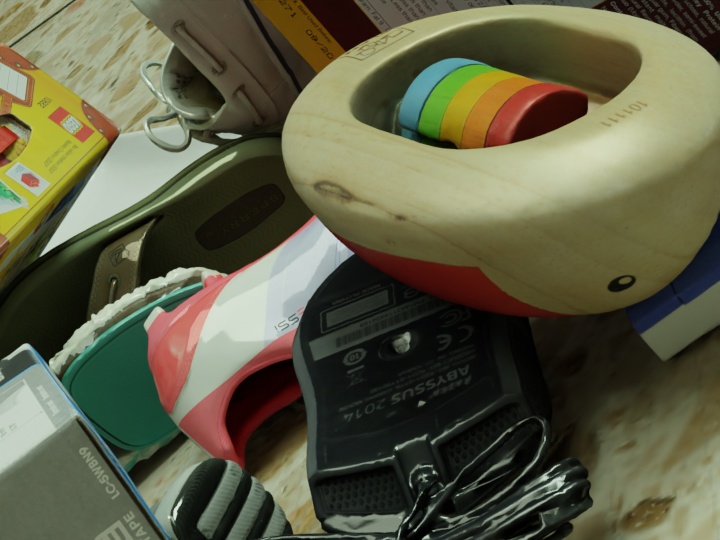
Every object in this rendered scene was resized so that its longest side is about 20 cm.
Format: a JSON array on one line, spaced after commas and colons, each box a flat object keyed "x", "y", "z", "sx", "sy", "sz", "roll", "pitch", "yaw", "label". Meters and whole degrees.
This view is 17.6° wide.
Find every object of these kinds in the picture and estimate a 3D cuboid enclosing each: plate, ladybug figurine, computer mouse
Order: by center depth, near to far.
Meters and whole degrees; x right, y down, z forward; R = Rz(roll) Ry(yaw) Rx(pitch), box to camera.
[{"x": 0.051, "y": -0.036, "z": 0.807, "sx": 0.135, "sy": 0.072, "sz": 0.200, "roll": -31, "pitch": 29, "yaw": -20, "label": "ladybug figurine"}, {"x": 0.019, "y": 0.058, "z": 0.813, "sx": 0.138, "sy": 0.053, "sz": 0.200, "roll": -21, "pitch": 30, "yaw": 15, "label": "computer mouse"}, {"x": -0.151, "y": 0.003, "z": 1.232, "sx": 0.200, "sy": 0.032, "sz": 0.200, "roll": -52, "pitch": 24, "yaw": -23, "label": "plate"}]

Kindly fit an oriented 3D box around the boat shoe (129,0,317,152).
[{"x": -0.067, "y": -0.091, "z": 1.080, "sx": 0.086, "sy": 0.075, "sz": 0.202, "roll": -37, "pitch": -22, "yaw": -3, "label": "boat shoe"}]

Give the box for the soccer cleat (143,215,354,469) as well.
[{"x": 0.000, "y": 0.000, "z": 0.956, "sx": 0.200, "sy": 0.067, "sz": 0.077, "roll": -38, "pitch": 60, "yaw": 5, "label": "soccer cleat"}]

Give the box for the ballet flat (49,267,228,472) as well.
[{"x": -0.130, "y": 0.065, "z": 1.026, "sx": 0.200, "sy": 0.072, "sz": 0.072, "roll": -44, "pitch": 22, "yaw": -5, "label": "ballet flat"}]

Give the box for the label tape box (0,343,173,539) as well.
[{"x": -0.173, "y": 0.118, "z": 0.822, "sx": 0.200, "sy": 0.063, "sz": 0.144, "roll": -36, "pitch": 15, "yaw": -8, "label": "label tape box"}]

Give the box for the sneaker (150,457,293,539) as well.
[{"x": -0.102, "y": 0.159, "z": 0.834, "sx": 0.115, "sy": 0.075, "sz": 0.200, "roll": -31, "pitch": 14, "yaw": 38, "label": "sneaker"}]

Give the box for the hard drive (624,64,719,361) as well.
[{"x": 0.171, "y": -0.063, "z": 0.813, "sx": 0.200, "sy": 0.025, "sz": 0.132, "roll": -37, "pitch": 23, "yaw": 16, "label": "hard drive"}]

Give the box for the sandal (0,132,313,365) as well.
[{"x": -0.098, "y": 0.012, "z": 1.075, "sx": 0.201, "sy": 0.080, "sz": 0.057, "roll": -39, "pitch": 36, "yaw": 9, "label": "sandal"}]

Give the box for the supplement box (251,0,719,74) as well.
[{"x": 0.087, "y": -0.172, "z": 1.010, "sx": 0.200, "sy": 0.133, "sz": 0.198, "roll": -27, "pitch": 27, "yaw": 35, "label": "supplement box"}]

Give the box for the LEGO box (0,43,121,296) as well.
[{"x": -0.204, "y": -0.004, "z": 1.082, "sx": 0.149, "sy": 0.077, "sz": 0.200, "roll": -54, "pitch": 3, "yaw": 22, "label": "LEGO box"}]
